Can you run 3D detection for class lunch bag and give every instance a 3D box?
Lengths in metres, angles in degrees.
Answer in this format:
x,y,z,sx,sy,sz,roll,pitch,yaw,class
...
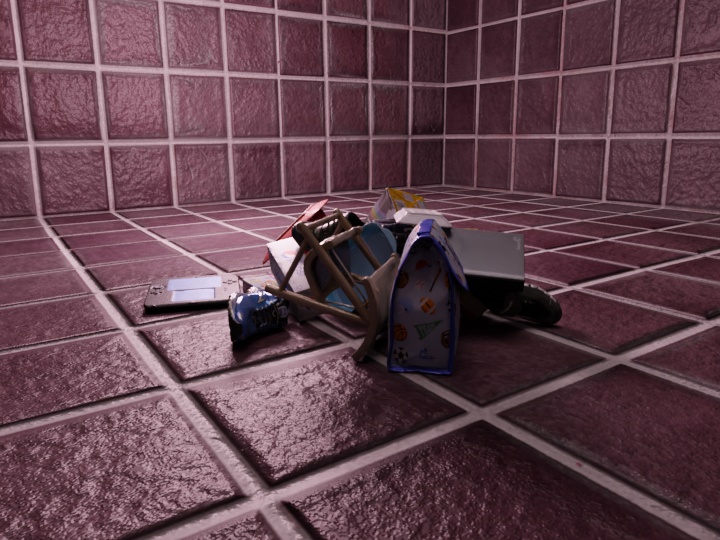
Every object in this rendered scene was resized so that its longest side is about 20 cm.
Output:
x,y,z,sx,sy,sz,roll,pitch,yaw,class
0.104,0.032,0.901,0.119,0.208,0.170,1,12,8,lunch bag

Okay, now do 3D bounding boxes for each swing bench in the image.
x,y,z,sx,sy,sz,roll,pitch,yaw,class
-0.020,0.015,0.976,0.197,0.132,0.199,35,19,6,swing bench

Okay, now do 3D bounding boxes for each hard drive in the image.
x,y,z,sx,sy,sz,roll,pitch,yaw,class
0.191,-0.024,1.030,0.192,0.034,0.141,6,37,12,hard drive

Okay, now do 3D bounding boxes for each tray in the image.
x,y,z,sx,sy,sz,roll,pitch,yaw,class
0.119,-0.106,1.144,0.103,0.023,0.200,4,9,1,tray

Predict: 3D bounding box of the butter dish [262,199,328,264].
x,y,z,sx,sy,sz,roll,pitch,yaw,class
-0.126,-0.058,1.454,0.198,0.149,0.201,-40,9,12,butter dish

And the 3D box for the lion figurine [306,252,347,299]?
x,y,z,sx,sy,sz,roll,pitch,yaw,class
-0.030,0.012,1.207,0.119,0.074,0.201,-18,46,-22,lion figurine

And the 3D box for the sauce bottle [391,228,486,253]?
x,y,z,sx,sy,sz,roll,pitch,yaw,class
0.148,-0.051,1.132,0.192,0.069,0.066,3,13,8,sauce bottle

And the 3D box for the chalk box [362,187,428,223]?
x,y,z,sx,sy,sz,roll,pitch,yaw,class
0.076,-0.076,1.416,0.120,0.201,0.127,6,47,-35,chalk box

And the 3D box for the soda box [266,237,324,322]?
x,y,z,sx,sy,sz,roll,pitch,yaw,class
-0.128,0.013,1.156,0.061,0.070,0.200,-16,34,-18,soda box

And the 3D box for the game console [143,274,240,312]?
x,y,z,sx,sy,sz,roll,pitch,yaw,class
-0.356,0.046,1.249,0.192,0.032,0.177,-4,13,-13,game console

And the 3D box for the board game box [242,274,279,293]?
x,y,z,sx,sy,sz,roll,pitch,yaw,class
-0.144,0.035,1.274,0.194,0.036,0.133,-9,15,-32,board game box

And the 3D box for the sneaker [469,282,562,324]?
x,y,z,sx,sy,sz,roll,pitch,yaw,class
0.268,0.054,1.036,0.195,0.068,0.091,28,29,0,sneaker

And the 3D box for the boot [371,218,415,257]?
x,y,z,sx,sy,sz,roll,pitch,yaw,class
0.112,-0.055,1.214,0.192,0.094,0.073,5,21,15,boot

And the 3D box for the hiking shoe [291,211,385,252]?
x,y,z,sx,sy,sz,roll,pitch,yaw,class
-0.044,-0.084,1.179,0.192,0.103,0.077,10,44,0,hiking shoe

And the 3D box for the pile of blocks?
x,y,z,sx,sy,sz,roll,pitch,yaw,class
0.154,0.035,1.103,0.196,0.063,0.082,32,13,-1,pile of blocks

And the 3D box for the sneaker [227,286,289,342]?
x,y,z,sx,sy,sz,roll,pitch,yaw,class
-0.175,0.071,1.028,0.086,0.082,0.200,-1,13,10,sneaker

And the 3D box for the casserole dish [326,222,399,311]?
x,y,z,sx,sy,sz,roll,pitch,yaw,class
0.000,0.000,1.125,0.199,0.123,0.038,-41,-25,23,casserole dish
